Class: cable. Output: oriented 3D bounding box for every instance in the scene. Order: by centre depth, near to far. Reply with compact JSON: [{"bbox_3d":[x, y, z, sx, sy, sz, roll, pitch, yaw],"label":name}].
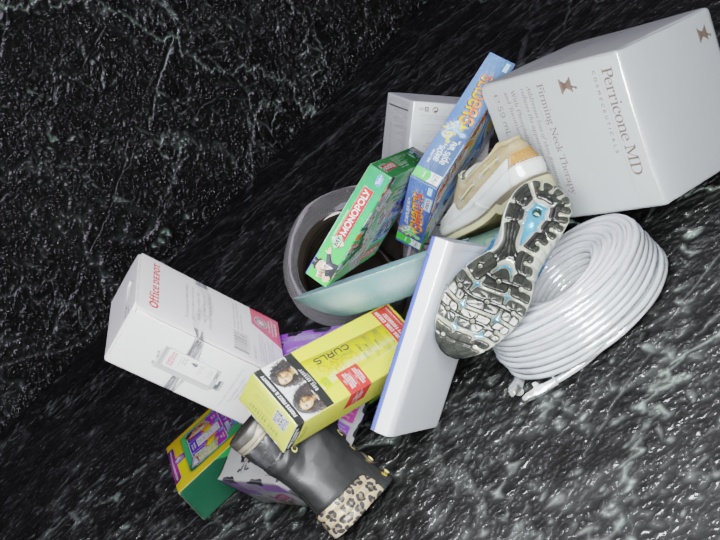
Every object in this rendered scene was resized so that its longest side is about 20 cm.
[{"bbox_3d":[0.215,0.025,1.189,0.200,0.069,0.200,-36,16,19],"label":"cable"}]

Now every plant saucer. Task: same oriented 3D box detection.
[{"bbox_3d":[0.028,0.014,1.260,0.201,0.039,0.201,-20,1,0],"label":"plant saucer"}]

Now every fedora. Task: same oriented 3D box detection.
[{"bbox_3d":[0.000,0.000,1.426,0.177,0.090,0.200,-18,50,7],"label":"fedora"}]

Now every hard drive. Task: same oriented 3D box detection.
[{"bbox_3d":[0.075,0.066,1.190,0.132,0.025,0.200,5,-76,-64],"label":"hard drive"}]

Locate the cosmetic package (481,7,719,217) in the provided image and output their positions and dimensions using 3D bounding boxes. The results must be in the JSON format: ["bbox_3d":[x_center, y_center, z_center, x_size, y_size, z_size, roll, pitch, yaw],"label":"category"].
[{"bbox_3d":[0.273,-0.164,1.261,0.166,0.167,0.200,-28,13,-35],"label":"cosmetic package"}]

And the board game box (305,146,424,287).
[{"bbox_3d":[0.013,-0.062,1.262,0.135,0.029,0.200,-58,-7,17],"label":"board game box"}]

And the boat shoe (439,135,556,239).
[{"bbox_3d":[0.141,-0.086,1.284,0.075,0.068,0.200,-19,-9,-31],"label":"boat shoe"}]

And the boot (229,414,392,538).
[{"bbox_3d":[-0.030,0.172,1.226,0.073,0.151,0.200,-44,-1,38],"label":"boot"}]

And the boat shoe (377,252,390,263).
[{"bbox_3d":[0.024,0.025,1.570,0.073,0.065,0.200,-60,2,-32],"label":"boat shoe"}]

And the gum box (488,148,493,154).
[{"bbox_3d":[0.208,-0.122,1.506,0.200,0.113,0.066,-153,66,-74],"label":"gum box"}]

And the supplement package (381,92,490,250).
[{"bbox_3d":[0.091,-0.121,1.505,0.114,0.109,0.200,-136,49,-69],"label":"supplement package"}]

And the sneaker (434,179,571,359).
[{"bbox_3d":[0.146,0.010,1.171,0.200,0.078,0.090,-53,-14,-14],"label":"sneaker"}]

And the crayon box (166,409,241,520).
[{"bbox_3d":[-0.176,0.231,1.595,0.173,0.058,0.200,-41,16,-5],"label":"crayon box"}]

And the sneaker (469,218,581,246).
[{"bbox_3d":[0.166,-0.016,1.355,0.200,0.074,0.118,-28,14,-11],"label":"sneaker"}]

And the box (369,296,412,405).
[{"bbox_3d":[0.036,0.100,1.464,0.200,0.048,0.117,-37,17,10],"label":"box"}]

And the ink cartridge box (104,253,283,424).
[{"bbox_3d":[-0.197,0.081,1.393,0.083,0.200,0.147,-55,21,18],"label":"ink cartridge box"}]

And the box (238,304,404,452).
[{"bbox_3d":[-0.023,0.105,1.189,0.200,0.075,0.050,-24,-26,-42],"label":"box"}]

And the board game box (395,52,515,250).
[{"bbox_3d":[0.107,-0.135,1.334,0.200,0.034,0.135,-57,-11,-27],"label":"board game box"}]

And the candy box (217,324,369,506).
[{"bbox_3d":[-0.069,0.172,1.373,0.168,0.072,0.200,-14,49,59],"label":"candy box"}]
